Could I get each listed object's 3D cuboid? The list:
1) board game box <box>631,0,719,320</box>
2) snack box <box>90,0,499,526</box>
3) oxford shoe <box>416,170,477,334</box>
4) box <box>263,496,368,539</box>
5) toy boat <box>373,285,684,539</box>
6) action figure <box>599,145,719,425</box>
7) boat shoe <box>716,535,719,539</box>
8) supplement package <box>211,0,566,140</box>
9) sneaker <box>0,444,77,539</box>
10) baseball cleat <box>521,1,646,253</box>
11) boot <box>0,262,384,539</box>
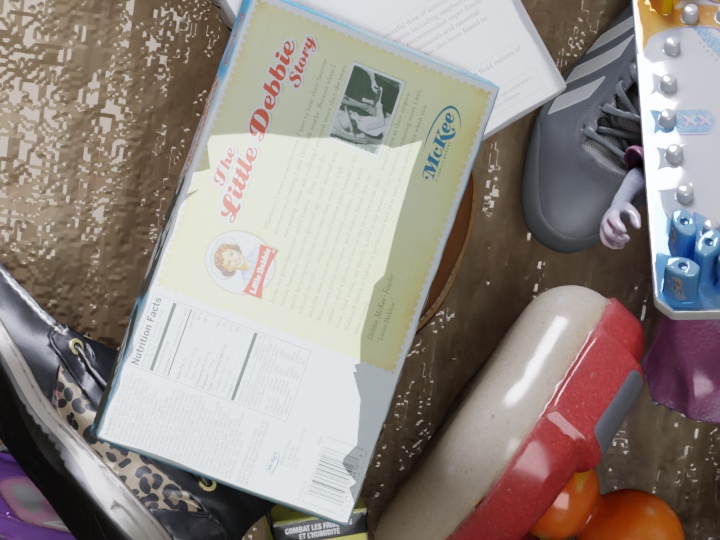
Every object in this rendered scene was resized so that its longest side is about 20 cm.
[{"bbox_3d":[0.219,-0.071,0.938,0.198,0.201,0.026,-2,144,4],"label":"board game box"},{"bbox_3d":[-0.028,-0.005,0.945,0.115,0.037,0.202,21,86,-11],"label":"snack box"},{"bbox_3d":[0.000,0.000,1.029,0.071,0.072,0.200,30,55,11],"label":"oxford shoe"},{"bbox_3d":[-0.014,0.209,1.105,0.050,0.075,0.202,-6,100,-7],"label":"box"},{"bbox_3d":[0.093,0.107,1.040,0.130,0.200,0.131,35,58,2],"label":"toy boat"},{"bbox_3d":[0.192,-0.024,1.033,0.133,0.149,0.202,6,104,22],"label":"action figure"},{"bbox_3d":[0.205,0.134,1.038,0.201,0.066,0.072,-42,86,-4],"label":"boat shoe"},{"bbox_3d":[-0.012,-0.145,1.020,0.121,0.120,0.201,-30,103,-1],"label":"supplement package"},{"bbox_3d":[-0.135,0.147,1.070,0.199,0.088,0.081,21,98,-10],"label":"sneaker"},{"bbox_3d":[0.140,-0.100,1.057,0.069,0.106,0.201,30,89,2],"label":"baseball cleat"},{"bbox_3d":[-0.096,0.048,1.060,0.150,0.073,0.200,-29,66,-25],"label":"boot"}]
